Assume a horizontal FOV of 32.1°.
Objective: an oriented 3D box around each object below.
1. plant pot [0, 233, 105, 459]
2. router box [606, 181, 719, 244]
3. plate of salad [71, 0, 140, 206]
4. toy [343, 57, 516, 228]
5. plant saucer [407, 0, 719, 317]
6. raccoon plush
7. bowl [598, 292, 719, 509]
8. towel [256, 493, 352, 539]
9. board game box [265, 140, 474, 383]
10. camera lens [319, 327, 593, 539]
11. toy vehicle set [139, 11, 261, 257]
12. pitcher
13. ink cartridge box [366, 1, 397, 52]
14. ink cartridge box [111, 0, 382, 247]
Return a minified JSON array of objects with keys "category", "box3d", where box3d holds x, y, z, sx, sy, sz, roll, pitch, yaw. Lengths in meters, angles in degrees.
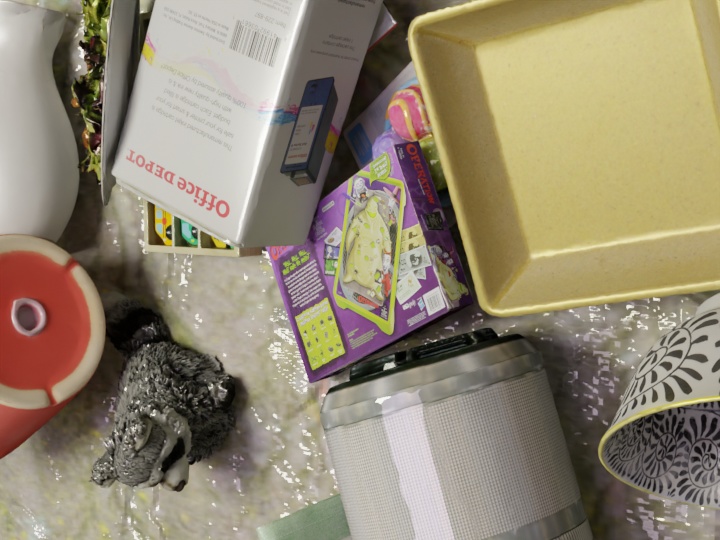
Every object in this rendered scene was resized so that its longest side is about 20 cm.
[{"category":"plant pot","box3d":[-0.316,0.060,1.053,0.176,0.199,0.203,-22,81,47]},{"category":"router box","box3d":[0.200,-0.136,0.804,0.148,0.051,0.203,-22,81,34]},{"category":"plate of salad","box3d":[-0.204,-0.153,0.995,0.047,0.200,0.203,4,98,-9]},{"category":"toy","box3d":[0.051,-0.099,0.882,0.200,0.047,0.116,-39,71,44]},{"category":"plant saucer","box3d":[0.145,-0.083,0.768,0.198,0.048,0.202,-9,105,33]},{"category":"raccoon plush","box3d":[-0.199,0.106,1.037,0.199,0.133,0.098,33,112,27]},{"category":"bowl","box3d":[0.242,0.070,0.737,0.199,0.200,0.095,-11,57,33]},{"category":"towel","box3d":[0.021,0.254,0.894,0.023,0.151,0.202,-32,77,44]},{"category":"board game box","box3d":[0.000,0.000,0.919,0.199,0.032,0.121,-31,78,54]},{"category":"camera lens","box3d":[0.067,0.150,0.848,0.159,0.159,0.203,-19,83,33]},{"category":"toy vehicle set","box3d":[-0.133,-0.114,1.031,0.123,0.026,0.203,2,95,43]},{"category":"pitcher","box3d":[-0.325,-0.119,1.129,0.171,0.120,0.203,-16,73,54]},{"category":"ink cartridge box","box3d":[-0.043,-0.236,0.961,0.109,0.050,0.202,-37,74,30]},{"category":"ink cartridge box","box3d":[-0.087,-0.135,0.913,0.144,0.087,0.202,27,106,32]}]
